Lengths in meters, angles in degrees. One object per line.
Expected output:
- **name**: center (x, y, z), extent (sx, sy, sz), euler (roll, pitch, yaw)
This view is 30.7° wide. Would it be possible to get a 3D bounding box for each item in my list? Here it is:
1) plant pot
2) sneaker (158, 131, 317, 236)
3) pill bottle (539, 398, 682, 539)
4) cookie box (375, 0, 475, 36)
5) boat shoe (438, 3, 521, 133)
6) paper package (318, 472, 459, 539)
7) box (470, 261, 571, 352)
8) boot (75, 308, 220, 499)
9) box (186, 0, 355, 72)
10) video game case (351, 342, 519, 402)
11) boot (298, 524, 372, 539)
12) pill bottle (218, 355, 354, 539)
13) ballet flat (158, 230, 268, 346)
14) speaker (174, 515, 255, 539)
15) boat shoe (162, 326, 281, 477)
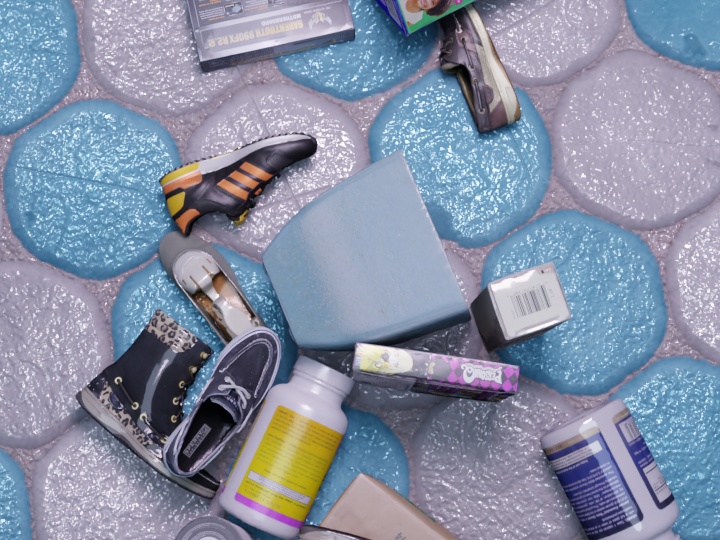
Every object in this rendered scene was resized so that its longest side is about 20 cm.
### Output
- **plant pot**: center (0.000, 0.000, 1.529), extent (0.200, 0.196, 0.196), euler (-23, 83, 3)
- **sneaker**: center (-0.140, -0.104, 1.603), extent (0.200, 0.070, 0.090), euler (-17, 88, 1)
- **pill bottle**: center (0.300, 0.260, 1.526), extent (0.111, 0.111, 0.200), euler (-26, 83, -3)
- **cookie box**: center (0.102, -0.392, 1.593), extent (0.200, 0.075, 0.171), euler (-28, 42, -3)
- **boat shoe**: center (0.129, -0.264, 1.619), extent (0.065, 0.073, 0.200), euler (-27, 83, -9)
- **paper package**: center (0.026, 0.363, 1.517), extent (0.200, 0.103, 0.191), euler (36, 82, 5)
- **box**: center (0.181, 0.046, 1.511), extent (0.082, 0.200, 0.069), euler (-18, 83, -2)
- **boot**: center (-0.216, 0.159, 1.562), extent (0.203, 0.073, 0.154), euler (38, 81, 4)
- **box**: center (-0.118, -0.348, 1.643), extent (0.200, 0.048, 0.159), euler (-13, 83, -2)
- **video game case**: center (0.081, 0.119, 1.502), extent (0.181, 0.200, 0.036), euler (9, 82, 2)
- **boot**: center (0.009, 0.372, 1.427), extent (0.200, 0.073, 0.151), euler (17, 80, 6)
- **pill bottle**: center (-0.081, 0.205, 1.538), extent (0.104, 0.104, 0.200), euler (25, 83, 3)
- **ballet flat**: center (-0.173, 0.027, 1.583), extent (0.067, 0.064, 0.200), euler (-38, 83, -5)
- **speaker**: center (-0.159, 0.321, 1.474), extent (0.081, 0.200, 0.081), euler (0, 77, 1)
- **boat shoe**: center (-0.154, 0.150, 1.504), extent (0.072, 0.068, 0.200), euler (40, 76, -9)
